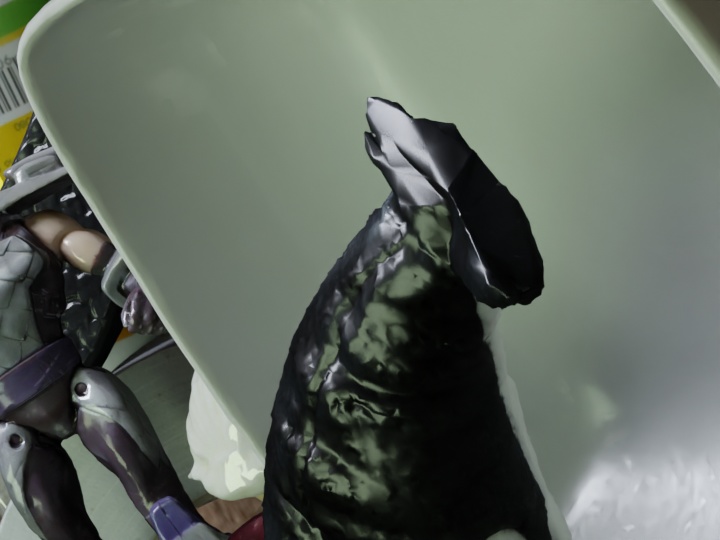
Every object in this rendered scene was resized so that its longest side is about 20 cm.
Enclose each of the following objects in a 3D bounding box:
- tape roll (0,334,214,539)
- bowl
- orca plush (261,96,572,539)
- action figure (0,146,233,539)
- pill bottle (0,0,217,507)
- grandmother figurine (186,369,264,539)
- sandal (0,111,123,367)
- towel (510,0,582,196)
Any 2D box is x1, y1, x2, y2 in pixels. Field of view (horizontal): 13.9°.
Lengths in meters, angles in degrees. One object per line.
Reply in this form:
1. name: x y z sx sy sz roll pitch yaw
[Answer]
1. tape roll: -0.020 0.112 0.970 0.201 0.200 0.066 60 -170 -3
2. bowl: 0.046 -0.008 0.616 0.199 0.075 0.200 -12 117 51
3. orca plush: 0.011 0.066 0.604 0.105 0.071 0.200 32 144 15
4. action figure: -0.091 0.046 0.901 0.200 0.130 0.069 57 -168 -2
5. pill bottle: -0.094 -0.017 1.044 0.111 0.111 0.201 -6 112 58
6. grandmother figurine: 0.006 0.097 0.831 0.061 0.121 0.200 -89 -23 -61
7. sandal: -0.072 -0.045 0.965 0.075 0.045 0.200 34 103 16
8. towel: 0.073 -0.052 0.741 0.031 0.149 0.200 24 142 14
